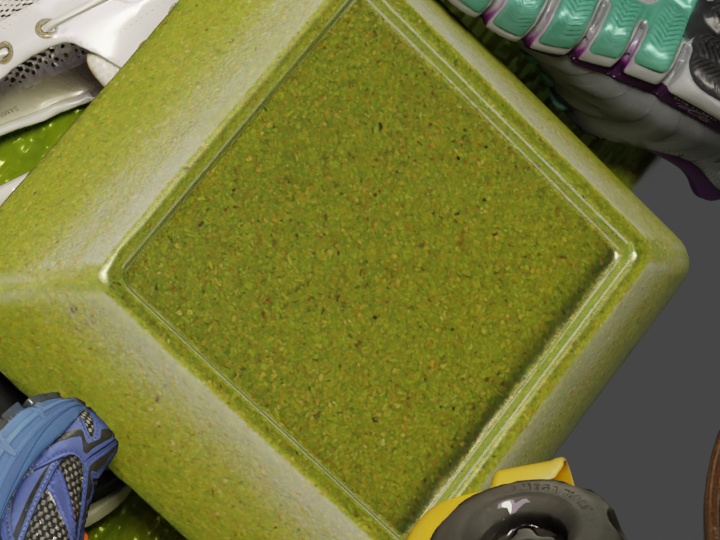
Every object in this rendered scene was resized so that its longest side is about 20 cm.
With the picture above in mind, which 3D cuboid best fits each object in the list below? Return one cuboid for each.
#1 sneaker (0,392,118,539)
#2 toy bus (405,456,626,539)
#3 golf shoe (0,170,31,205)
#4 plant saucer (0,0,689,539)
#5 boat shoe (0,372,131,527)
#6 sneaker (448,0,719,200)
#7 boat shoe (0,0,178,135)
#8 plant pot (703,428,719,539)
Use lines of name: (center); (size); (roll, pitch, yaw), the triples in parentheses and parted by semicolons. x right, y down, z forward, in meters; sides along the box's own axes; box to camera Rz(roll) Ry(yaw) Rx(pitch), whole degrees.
sneaker: (-0.105, 0.117, 0.713); (0.078, 0.075, 0.200); (32, 42, -13)
toy bus: (-0.006, 0.162, 0.722); (0.191, 0.136, 0.200); (-8, 33, 8)
golf shoe: (-0.053, -0.014, 0.854); (0.199, 0.088, 0.077); (-20, 64, -9)
plant saucer: (0.000, 0.000, 0.813); (0.200, 0.048, 0.200); (43, 69, -13)
boat shoe: (-0.148, 0.044, 0.784); (0.200, 0.068, 0.072); (9, 42, -37)
sneaker: (0.064, -0.086, 0.861); (0.200, 0.088, 0.074); (33, 59, 1)
boat shoe: (-0.088, -0.085, 0.901); (0.200, 0.071, 0.069); (-22, 67, 1)
plant pot: (0.213, 0.047, 0.753); (0.200, 0.198, 0.201); (0, 65, 1)
